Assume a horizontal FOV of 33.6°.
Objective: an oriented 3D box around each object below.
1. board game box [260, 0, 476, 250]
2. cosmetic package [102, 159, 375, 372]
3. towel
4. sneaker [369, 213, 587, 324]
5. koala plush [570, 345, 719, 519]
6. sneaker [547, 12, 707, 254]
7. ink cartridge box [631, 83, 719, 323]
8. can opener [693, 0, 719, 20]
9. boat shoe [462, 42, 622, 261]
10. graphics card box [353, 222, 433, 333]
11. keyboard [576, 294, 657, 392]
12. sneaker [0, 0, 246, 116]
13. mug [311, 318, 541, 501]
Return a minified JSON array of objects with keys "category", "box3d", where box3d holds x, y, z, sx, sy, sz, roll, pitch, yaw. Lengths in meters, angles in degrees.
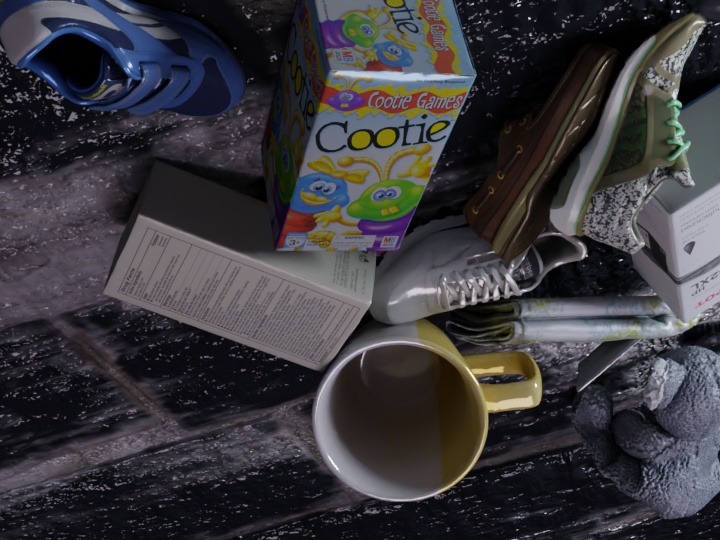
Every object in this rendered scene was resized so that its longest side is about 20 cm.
[{"category":"board game box","box3d":[-0.003,-0.113,0.868,0.103,0.105,0.200,-1,146,-17]},{"category":"cosmetic package","box3d":[-0.098,0.000,0.982,0.199,0.073,0.104,23,132,-15]},{"category":"towel","box3d":[0.204,0.051,1.178,0.199,0.048,0.171,-1,178,-18]},{"category":"sneaker","box3d":[0.101,-0.003,1.045,0.200,0.081,0.077,-27,133,-14]},{"category":"koala plush","box3d":[0.373,0.166,1.392,0.177,0.184,0.200,0,135,-20]},{"category":"sneaker","box3d":[0.229,-0.100,0.925,0.077,0.088,0.200,-13,131,-64]},{"category":"ink cartridge box","box3d":[0.312,-0.061,1.040,0.145,0.084,0.200,-33,147,-1]},{"category":"can opener","box3d":[0.209,-0.207,0.823,0.199,0.067,0.053,-5,147,-12]},{"category":"boat shoe","box3d":[0.141,-0.101,0.962,0.072,0.068,0.200,-26,149,-50]},{"category":"graphics card box","box3d":[0.000,0.000,1.099,0.125,0.051,0.200,-34,141,32]},{"category":"keyboard","box3d":[0.299,0.054,1.245,0.011,0.056,0.200,40,113,-10]},{"category":"sneaker","box3d":[-0.159,-0.138,0.798,0.200,0.082,0.074,19,136,-43]},{"category":"mug","box3d":[0.052,0.116,1.080,0.186,0.153,0.150,23,104,-4]}]
